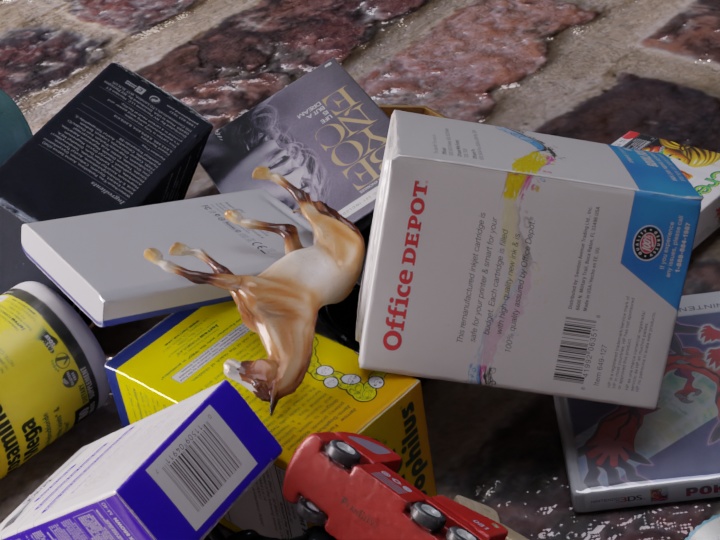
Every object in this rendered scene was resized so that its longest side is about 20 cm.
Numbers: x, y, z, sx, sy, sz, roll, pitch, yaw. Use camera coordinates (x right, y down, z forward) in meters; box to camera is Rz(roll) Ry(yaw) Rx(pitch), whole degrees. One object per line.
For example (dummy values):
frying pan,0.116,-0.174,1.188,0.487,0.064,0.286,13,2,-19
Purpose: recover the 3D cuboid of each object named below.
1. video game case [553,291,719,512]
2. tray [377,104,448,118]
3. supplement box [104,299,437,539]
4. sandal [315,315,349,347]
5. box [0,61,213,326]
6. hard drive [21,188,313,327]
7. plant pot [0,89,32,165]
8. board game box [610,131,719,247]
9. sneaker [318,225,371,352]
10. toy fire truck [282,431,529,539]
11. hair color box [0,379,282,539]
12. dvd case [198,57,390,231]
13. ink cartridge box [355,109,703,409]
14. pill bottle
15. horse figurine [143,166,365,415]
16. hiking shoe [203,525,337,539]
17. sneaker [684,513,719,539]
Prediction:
video game case,0.228,0.085,1.073,0.182,0.023,0.200,-7,36,4
tray,0.076,-0.095,1.319,0.099,0.037,0.200,-4,26,-37
supplement box,-0.061,0.109,1.037,0.200,0.109,0.109,23,47,37
sandal,-0.050,0.058,1.152,0.050,0.082,0.203,-54,39,13
box,-0.226,-0.047,1.239,0.104,0.148,0.200,33,44,3
hard drive,-0.126,-0.014,1.105,0.200,0.025,0.132,-11,31,-34
plant pot,-0.390,-0.078,1.325,0.188,0.200,0.200,-19,33,-38
board game box,0.218,-0.047,1.231,0.126,0.035,0.200,19,40,37
sneaker,0.000,0.000,1.184,0.099,0.071,0.200,-3,32,-34
toy fire truck,0.065,0.160,0.896,0.200,0.049,0.141,33,13,28
hair color box,-0.149,0.146,0.961,0.200,0.065,0.109,-25,16,49
dvd case,-0.042,-0.088,1.241,0.149,0.016,0.200,-33,43,-4
ink cartridge box,0.105,-0.012,1.024,0.200,0.147,0.145,9,17,-2
pill bottle,-0.289,0.103,1.100,0.112,0.113,0.200,24,48,38
horse figurine,-0.053,-0.001,1.034,0.132,0.050,0.200,33,39,13
hiking shoe,-0.006,0.201,0.896,0.200,0.101,0.076,7,51,26
sneaker,0.287,0.161,0.918,0.200,0.077,0.081,-29,48,-15
